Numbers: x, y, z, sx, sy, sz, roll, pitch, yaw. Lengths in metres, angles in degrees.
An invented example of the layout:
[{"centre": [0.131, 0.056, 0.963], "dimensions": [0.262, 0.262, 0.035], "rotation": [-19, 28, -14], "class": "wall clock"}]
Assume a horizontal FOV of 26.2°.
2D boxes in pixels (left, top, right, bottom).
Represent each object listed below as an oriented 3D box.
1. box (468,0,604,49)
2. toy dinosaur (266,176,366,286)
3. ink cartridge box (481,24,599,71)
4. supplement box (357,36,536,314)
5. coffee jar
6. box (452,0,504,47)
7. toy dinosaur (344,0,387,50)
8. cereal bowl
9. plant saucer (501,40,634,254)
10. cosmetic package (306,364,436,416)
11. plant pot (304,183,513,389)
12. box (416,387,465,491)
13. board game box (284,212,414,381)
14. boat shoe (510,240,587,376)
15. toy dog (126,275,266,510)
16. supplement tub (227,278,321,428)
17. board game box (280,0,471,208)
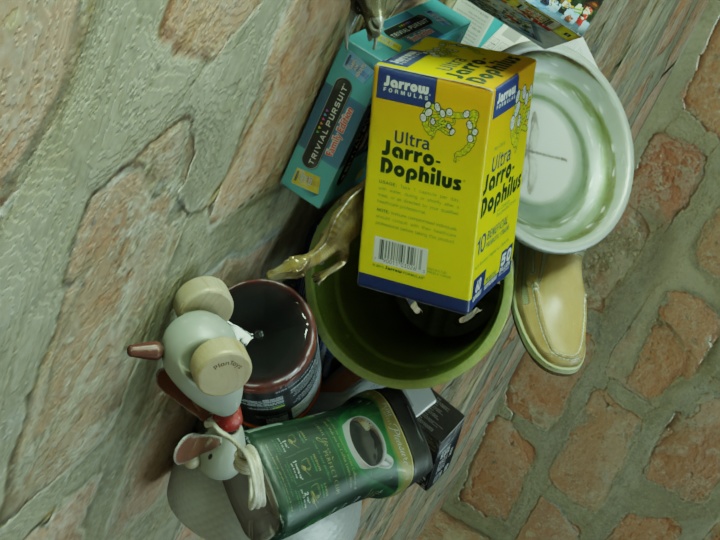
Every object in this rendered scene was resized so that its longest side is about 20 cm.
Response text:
[{"centre": [0.122, -0.240, 1.294], "dimensions": [0.038, 0.136, 0.200], "rotation": [-57, -175, 4], "class": "box"}, {"centre": [-0.002, -0.053, 1.357], "dimensions": [0.201, 0.058, 0.101], "rotation": [-55, 167, -12], "class": "toy dinosaur"}, {"centre": [0.169, -0.152, 1.535], "dimensions": [0.161, 0.050, 0.200], "rotation": [-45, 139, -6], "class": "ink cartridge box"}, {"centre": [0.073, -0.083, 1.325], "dimensions": [0.109, 0.109, 0.202], "rotation": [-38, 138, -57], "class": "supplement box"}, {"centre": [-0.028, 0.180, 1.460], "dimensions": [0.199, 0.105, 0.085], "rotation": [-14, 164, -37], "class": "coffee jar"}, {"centre": [0.094, -0.185, 1.548], "dimensions": [0.201, 0.049, 0.082], "rotation": [-60, -149, 11], "class": "box"}, {"centre": [0.029, -0.273, 1.171], "dimensions": [0.201, 0.077, 0.102], "rotation": [-64, -171, -27], "class": "toy dinosaur"}, {"centre": [-0.092, 0.204, 1.551], "dimensions": [0.200, 0.199, 0.084], "rotation": [-31, 136, -64], "class": "cereal bowl"}, {"centre": [0.168, -0.112, 1.454], "dimensions": [0.200, 0.200, 0.050], "rotation": [-51, -161, -27], "class": "plant saucer"}, {"centre": [-0.020, 0.137, 1.654], "dimensions": [0.101, 0.072, 0.199], "rotation": [-35, -166, -29], "class": "cosmetic package"}, {"centre": [0.068, 0.009, 1.518], "dimensions": [0.201, 0.199, 0.190], "rotation": [-59, 166, 9], "class": "plant pot"}, {"centre": [0.027, 0.161, 1.873], "dimensions": [0.050, 0.200, 0.158], "rotation": [-44, 162, -24], "class": "box"}, {"centre": [0.000, 0.000, 1.638], "dimensions": [0.199, 0.061, 0.201], "rotation": [-27, 137, -52], "class": "board game box"}, {"centre": [0.184, 0.003, 1.475], "dimensions": [0.076, 0.071, 0.201], "rotation": [122, -31, -45], "class": "boat shoe"}, {"centre": [-0.144, 0.107, 1.308], "dimensions": [0.132, 0.095, 0.202], "rotation": [-127, -150, -65], "class": "toy dog"}, {"centre": [-0.090, 0.088, 1.463], "dimensions": [0.107, 0.107, 0.200], "rotation": [-54, 168, -17], "class": "supplement tub"}, {"centre": [0.016, -0.156, 1.413], "dimensions": [0.200, 0.047, 0.152], "rotation": [-36, 156, -59], "class": "board game box"}]
